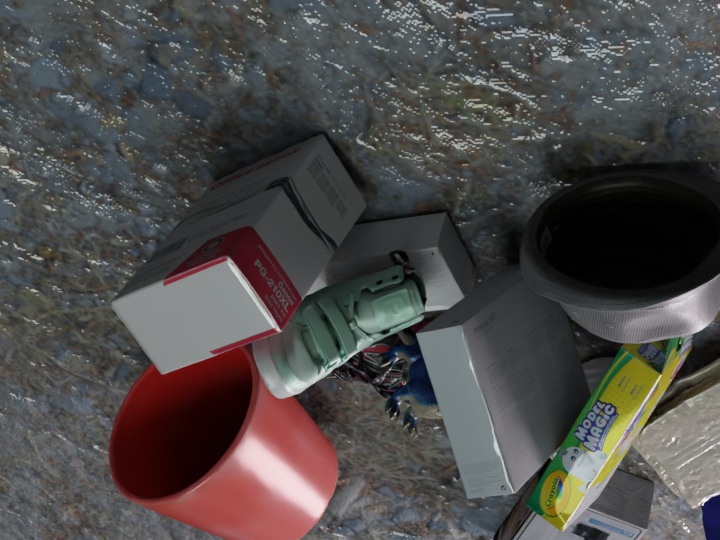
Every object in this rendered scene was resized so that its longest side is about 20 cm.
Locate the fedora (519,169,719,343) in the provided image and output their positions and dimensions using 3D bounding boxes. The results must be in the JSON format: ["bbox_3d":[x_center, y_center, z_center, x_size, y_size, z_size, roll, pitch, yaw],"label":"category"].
[{"bbox_3d":[0.229,-0.001,1.373,0.199,0.177,0.091,10,136,34],"label":"fedora"}]

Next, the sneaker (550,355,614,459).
[{"bbox_3d":[0.188,0.149,1.635,0.074,0.087,0.200,38,137,-24],"label":"sneaker"}]

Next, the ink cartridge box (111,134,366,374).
[{"bbox_3d":[-0.101,-0.016,1.453,0.144,0.200,0.084,-20,113,36],"label":"ink cartridge box"}]

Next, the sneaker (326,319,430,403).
[{"bbox_3d":[0.015,0.088,1.638,0.199,0.075,0.081,2,137,19],"label":"sneaker"}]

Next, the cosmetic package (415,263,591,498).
[{"bbox_3d":[0.131,0.089,1.463,0.051,0.200,0.151,-10,101,31],"label":"cosmetic package"}]

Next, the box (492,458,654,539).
[{"bbox_3d":[0.222,0.281,1.793,0.116,0.060,0.200,21,140,-4],"label":"box"}]

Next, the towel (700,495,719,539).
[{"bbox_3d":[0.411,0.247,1.669,0.147,0.050,0.201,7,131,35],"label":"towel"}]

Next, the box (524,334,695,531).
[{"bbox_3d":[0.226,0.127,1.484,0.048,0.117,0.200,36,111,15],"label":"box"}]

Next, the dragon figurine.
[{"bbox_3d":[0.072,0.087,1.541,0.099,0.201,0.059,-27,132,22],"label":"dragon figurine"}]

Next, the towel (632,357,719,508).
[{"bbox_3d":[0.355,0.135,1.557,0.200,0.035,0.133,-32,124,16],"label":"towel"}]

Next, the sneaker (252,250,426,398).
[{"bbox_3d":[-0.012,0.041,1.442,0.118,0.200,0.074,-21,99,27],"label":"sneaker"}]

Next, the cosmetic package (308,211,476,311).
[{"bbox_3d":[0.000,0.000,1.561,0.199,0.051,0.083,-7,136,26],"label":"cosmetic package"}]

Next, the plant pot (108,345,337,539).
[{"bbox_3d":[-0.130,0.189,1.732,0.200,0.201,0.177,-16,140,34],"label":"plant pot"}]

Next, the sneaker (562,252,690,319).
[{"bbox_3d":[0.280,0.005,1.466,0.199,0.075,0.087,-18,152,32],"label":"sneaker"}]
